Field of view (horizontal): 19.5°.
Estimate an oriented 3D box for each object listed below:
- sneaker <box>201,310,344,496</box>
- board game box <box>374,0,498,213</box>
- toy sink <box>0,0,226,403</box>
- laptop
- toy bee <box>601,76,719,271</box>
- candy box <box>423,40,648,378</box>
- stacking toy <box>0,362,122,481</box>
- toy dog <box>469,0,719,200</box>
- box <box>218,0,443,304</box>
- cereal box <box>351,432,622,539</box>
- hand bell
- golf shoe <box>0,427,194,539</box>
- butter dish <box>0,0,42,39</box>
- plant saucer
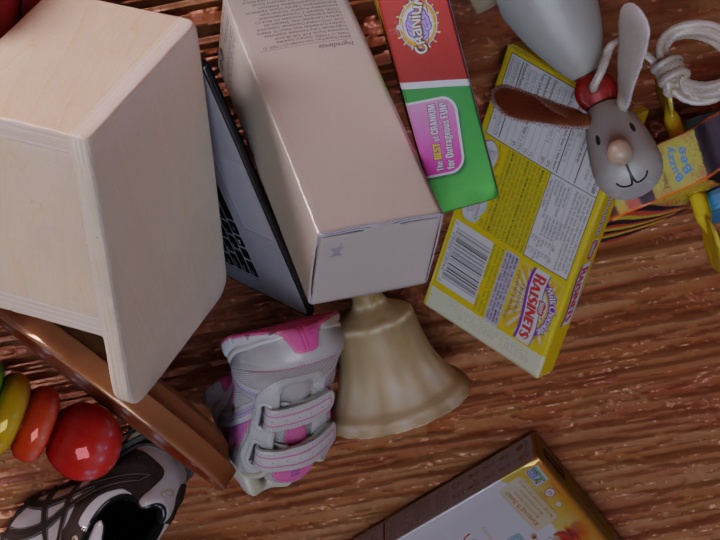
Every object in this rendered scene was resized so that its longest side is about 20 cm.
[{"bbox_3d":[-0.048,0.090,1.384,0.081,0.089,0.200,-14,161,-16],"label":"sneaker"},{"bbox_3d":[0.031,-0.157,1.263,0.040,0.153,0.201,-16,118,2],"label":"board game box"},{"bbox_3d":[-0.165,-0.043,1.258,0.111,0.131,0.201,13,132,21],"label":"toy sink"},{"bbox_3d":[-0.154,-0.044,1.349,0.116,0.200,0.188,-35,120,-21],"label":"laptop"},{"bbox_3d":[0.224,-0.080,1.336,0.200,0.109,0.131,-42,69,11],"label":"toy bee"},{"bbox_3d":[0.112,-0.039,1.373,0.102,0.026,0.201,32,121,25],"label":"candy box"},{"bbox_3d":[-0.259,0.094,1.436,0.199,0.086,0.086,24,116,-13],"label":"stacking toy"},{"bbox_3d":[0.125,-0.147,1.264,0.200,0.096,0.132,44,96,15],"label":"toy dog"},{"bbox_3d":[-0.022,-0.081,1.268,0.082,0.201,0.069,-9,144,-16],"label":"box"},{"bbox_3d":[0.085,0.223,1.542,0.199,0.040,0.144,-33,115,16],"label":"cereal box"},{"bbox_3d":[0.000,0.000,1.401,0.104,0.104,0.201,-14,107,7],"label":"hand bell"},{"bbox_3d":[-0.199,0.193,1.490,0.078,0.095,0.200,35,115,-20],"label":"golf shoe"},{"bbox_3d":[-0.297,-0.140,1.253,0.199,0.148,0.200,16,120,9],"label":"butter dish"},{"bbox_3d":[-0.161,0.072,1.375,0.200,0.200,0.032,40,81,-21],"label":"plant saucer"}]
